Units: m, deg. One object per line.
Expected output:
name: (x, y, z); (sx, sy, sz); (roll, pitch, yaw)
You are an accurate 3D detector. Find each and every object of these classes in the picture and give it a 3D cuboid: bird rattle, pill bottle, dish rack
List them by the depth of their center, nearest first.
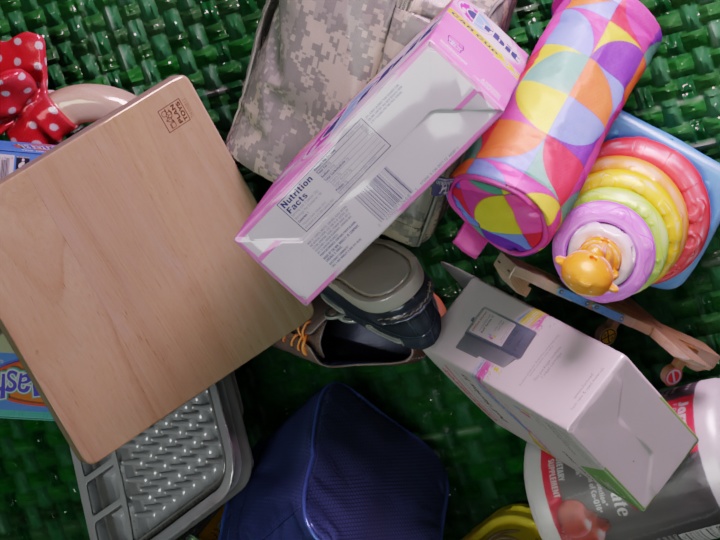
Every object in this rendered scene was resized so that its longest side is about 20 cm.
pill bottle: (0.226, 0.140, 1.582); (0.200, 0.111, 0.111); (-18, 102, 24)
bird rattle: (-0.219, -0.084, 1.680); (0.163, 0.113, 0.200); (-5, 105, -1)
dish rack: (-0.149, 0.124, 1.691); (0.200, 0.044, 0.172); (-39, 57, 43)

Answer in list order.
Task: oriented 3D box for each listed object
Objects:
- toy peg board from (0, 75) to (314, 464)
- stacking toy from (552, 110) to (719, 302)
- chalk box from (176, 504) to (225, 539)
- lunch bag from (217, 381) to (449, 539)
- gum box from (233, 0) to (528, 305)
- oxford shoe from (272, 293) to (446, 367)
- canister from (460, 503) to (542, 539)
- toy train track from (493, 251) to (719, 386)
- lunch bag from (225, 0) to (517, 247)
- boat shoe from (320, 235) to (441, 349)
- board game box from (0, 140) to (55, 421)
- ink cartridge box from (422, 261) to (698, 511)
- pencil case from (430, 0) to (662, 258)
toy peg board: (-0.173, -0.004, 1.573); (0.200, 0.199, 0.098); (62, 160, -17)
stacking toy: (0.170, -0.020, 1.494); (0.116, 0.200, 0.110); (29, 115, 6)
chalk box: (-0.127, 0.281, 1.748); (0.124, 0.125, 0.200); (45, 118, 0)
lunch bag: (-0.028, 0.190, 1.644); (0.136, 0.200, 0.132); (39, 121, -18)
gum box: (0.010, -0.075, 1.427); (0.066, 0.114, 0.200); (43, 114, -7)
oxford shoe: (-0.040, 0.032, 1.656); (0.200, 0.073, 0.071); (5, 111, 18)
canister: (0.074, 0.270, 1.630); (0.087, 0.200, 0.149); (46, 116, 0)
toy train track: (0.167, 0.037, 1.538); (0.200, 0.115, 0.033); (24, 103, -34)
lunch bag: (0.004, -0.140, 1.542); (0.168, 0.139, 0.200); (19, 115, 5)
boat shoe: (0.000, 0.000, 1.589); (0.075, 0.200, 0.062); (-38, 121, -14)
board game box: (-0.222, 0.010, 1.625); (0.152, 0.045, 0.200); (5, 101, -13)
ink cartridge box: (0.123, 0.077, 1.540); (0.067, 0.200, 0.117); (-52, 131, -8)
pencil case: (0.127, -0.102, 1.488); (0.088, 0.200, 0.088); (26, 152, 15)
